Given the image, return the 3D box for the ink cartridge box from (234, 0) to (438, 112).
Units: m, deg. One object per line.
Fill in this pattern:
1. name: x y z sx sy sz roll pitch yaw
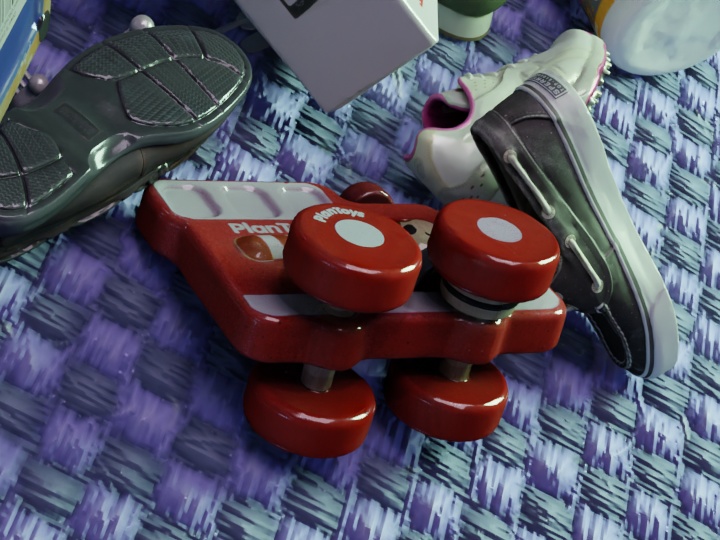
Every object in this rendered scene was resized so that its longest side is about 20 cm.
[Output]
1. ink cartridge box: -0.042 -0.212 1.015 0.200 0.084 0.146 49 23 -26

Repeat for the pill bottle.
1. pill bottle: 0.188 -0.244 1.242 0.116 0.117 0.201 1 53 -32

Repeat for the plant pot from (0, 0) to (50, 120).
1. plant pot: -0.239 -0.140 0.792 0.178 0.201 0.201 14 47 2

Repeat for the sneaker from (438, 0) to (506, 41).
1. sneaker: 0.015 -0.227 1.133 0.199 0.090 0.067 25 45 -12

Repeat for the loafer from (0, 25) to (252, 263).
1. loafer: -0.137 -0.064 0.911 0.072 0.063 0.200 44 47 10

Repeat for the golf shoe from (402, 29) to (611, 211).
1. golf shoe: 0.092 -0.100 1.092 0.091 0.075 0.200 32 42 0

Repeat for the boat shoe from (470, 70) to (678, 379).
1. boat shoe: 0.116 -0.013 1.000 0.063 0.071 0.201 -34 117 -13

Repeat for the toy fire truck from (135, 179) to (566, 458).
1. toy fire truck: 0.000 0.000 0.933 0.199 0.113 0.168 -2 34 -31

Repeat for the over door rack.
1. over door rack: -0.150 -0.174 1.001 0.199 0.067 0.148 -26 72 -43
